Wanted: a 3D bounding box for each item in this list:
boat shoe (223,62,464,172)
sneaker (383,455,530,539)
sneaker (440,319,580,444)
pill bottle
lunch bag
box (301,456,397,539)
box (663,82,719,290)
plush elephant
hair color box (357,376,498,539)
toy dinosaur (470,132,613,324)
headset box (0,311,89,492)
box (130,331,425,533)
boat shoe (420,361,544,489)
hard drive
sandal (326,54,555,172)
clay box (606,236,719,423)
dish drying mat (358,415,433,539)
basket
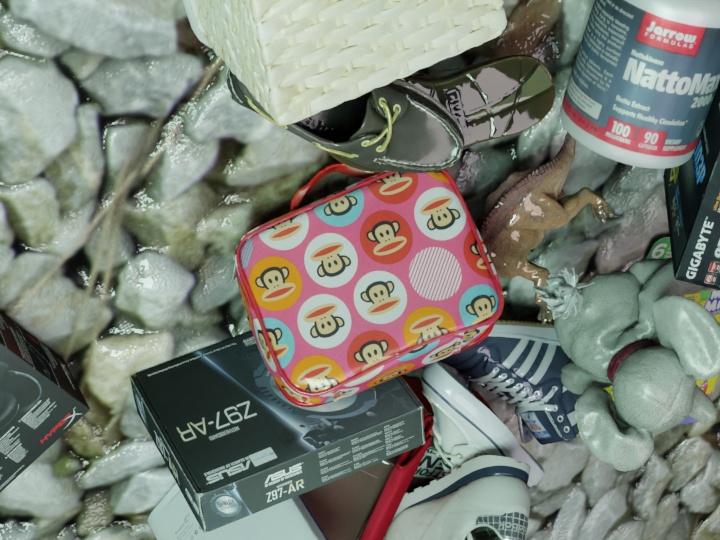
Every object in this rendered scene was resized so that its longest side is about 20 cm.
[{"bbox_3d":[-0.007,-0.117,1.324,0.200,0.061,0.072,19,102,-17],"label":"boat shoe"},{"bbox_3d":[0.079,0.234,1.541,0.076,0.081,0.200,12,147,-26],"label":"sneaker"},{"bbox_3d":[0.136,0.103,1.580,0.199,0.070,0.109,4,81,-36],"label":"sneaker"},{"bbox_3d":[0.245,-0.197,1.421,0.119,0.120,0.201,-3,124,-29],"label":"pill bottle"},{"bbox_3d":[0.000,0.000,1.399,0.199,0.177,0.082,-21,168,-7],"label":"lunch bag"},{"bbox_3d":[-0.047,0.216,1.557,0.100,0.075,0.201,25,111,0],"label":"box"},{"bbox_3d":[0.305,-0.100,1.479,0.046,0.200,0.160,14,120,-1],"label":"box"},{"bbox_3d":[0.243,0.077,1.479,0.165,0.155,0.199,-45,147,23],"label":"plush elephant"},{"bbox_3d":[0.040,0.202,1.634,0.101,0.061,0.201,13,116,-36],"label":"hair color box"},{"bbox_3d":[0.126,-0.041,1.488,0.135,0.086,0.201,18,112,-38],"label":"toy dinosaur"},{"bbox_3d":[-0.328,0.088,1.317,0.149,0.075,0.200,-43,134,4],"label":"headset box"},{"bbox_3d":[-0.069,0.115,1.436,0.199,0.160,0.044,-20,131,-16],"label":"box"},{"bbox_3d":[0.099,0.155,1.542,0.067,0.074,0.200,-44,132,-1],"label":"boat shoe"},{"bbox_3d":[-0.100,0.232,1.475,0.025,0.200,0.132,31,104,-42],"label":"hard drive"},{"bbox_3d":[0.055,-0.132,1.396,0.199,0.055,0.082,-16,106,-8],"label":"sandal"},{"bbox_3d":[0.309,0.061,1.700,0.114,0.048,0.201,-3,125,-30],"label":"clay box"},{"bbox_3d":[0.018,0.217,1.526,0.077,0.018,0.201,-51,168,-51],"label":"dish drying mat"},{"bbox_3d":[-0.024,-0.239,1.201,0.199,0.161,0.199,-23,133,-13],"label":"basket"}]
